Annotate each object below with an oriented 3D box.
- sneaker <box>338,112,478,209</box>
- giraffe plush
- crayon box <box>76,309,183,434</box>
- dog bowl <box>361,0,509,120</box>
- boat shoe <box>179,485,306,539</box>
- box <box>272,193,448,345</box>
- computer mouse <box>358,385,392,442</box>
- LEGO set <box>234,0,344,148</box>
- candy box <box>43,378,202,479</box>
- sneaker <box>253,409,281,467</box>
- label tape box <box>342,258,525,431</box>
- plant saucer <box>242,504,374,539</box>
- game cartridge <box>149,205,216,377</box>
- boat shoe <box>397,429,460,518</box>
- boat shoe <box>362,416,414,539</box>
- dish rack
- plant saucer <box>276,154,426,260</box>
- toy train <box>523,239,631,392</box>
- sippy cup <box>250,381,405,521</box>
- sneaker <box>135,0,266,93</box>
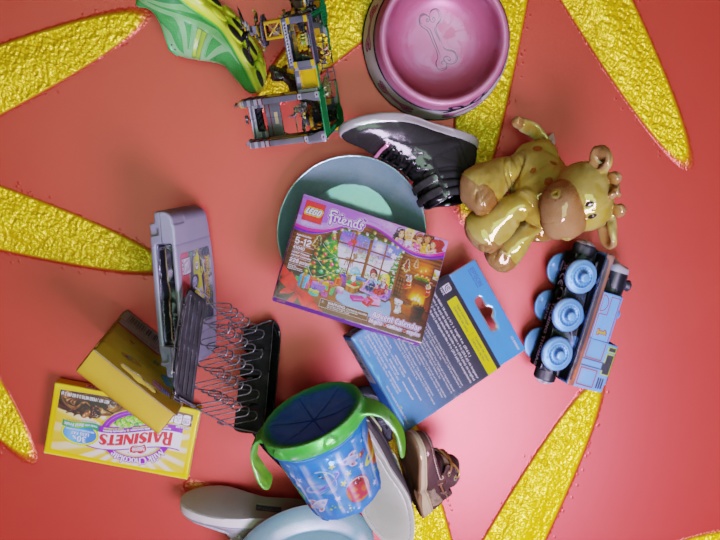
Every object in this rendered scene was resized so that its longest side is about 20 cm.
[{"bbox_3d":[0.065,-0.135,1.134,0.197,0.071,0.101,8,71,-24],"label":"sneaker"},{"bbox_3d":[0.244,-0.087,1.119,0.201,0.161,0.173,-53,130,-11],"label":"giraffe plush"},{"bbox_3d":[-0.277,0.126,1.116,0.127,0.200,0.051,41,94,-9],"label":"crayon box"},{"bbox_3d":[0.102,-0.295,1.144,0.197,0.074,0.204,-1,99,-4],"label":"dog bowl"},{"bbox_3d":[-0.151,0.350,1.226,0.198,0.070,0.072,10,113,-4],"label":"boat shoe"},{"bbox_3d":[0.000,0.000,1.139,0.197,0.039,0.139,17,79,-5],"label":"box"},{"bbox_3d":[0.029,0.250,1.248,0.058,0.034,0.203,-12,105,5],"label":"computer mouse"},{"bbox_3d":[-0.097,-0.238,1.100,0.114,0.154,0.203,-5,118,11],"label":"LEGO set"},{"bbox_3d":[-0.321,0.216,1.215,0.197,0.026,0.104,11,101,-6],"label":"candy box"},{"bbox_3d":[-0.073,0.243,1.230,0.083,0.072,0.200,-45,101,-22],"label":"sneaker"},{"bbox_3d":[0.098,0.098,1.197,0.198,0.063,0.145,-31,93,-12],"label":"label tape box"},{"bbox_3d":[-0.074,0.398,1.218,0.197,0.028,0.202,-8,126,-11],"label":"plant saucer"},{"bbox_3d":[-0.221,0.021,1.136,0.040,0.133,0.203,-2,98,7],"label":"game cartridge"},{"bbox_3d":[0.097,0.263,1.194,0.071,0.073,0.201,-22,141,-9],"label":"boat shoe"},{"bbox_3d":[0.025,0.276,1.206,0.071,0.061,0.203,-19,105,16],"label":"boat shoe"},{"bbox_3d":[-0.167,0.113,1.114,0.054,0.200,0.156,-6,65,19],"label":"dish rack"},{"bbox_3d":[-0.013,-0.052,1.191,0.198,0.039,0.204,-1,99,-5],"label":"plant saucer"},{"bbox_3d":[0.298,0.063,1.214,0.113,0.087,0.203,15,95,-16],"label":"toy train"},{"bbox_3d":[-0.039,0.230,1.108,0.139,0.176,0.132,-37,115,-36],"label":"sippy cup"},{"bbox_3d":[-0.198,-0.298,1.130,0.200,0.074,0.083,44,118,-12],"label":"sneaker"}]
